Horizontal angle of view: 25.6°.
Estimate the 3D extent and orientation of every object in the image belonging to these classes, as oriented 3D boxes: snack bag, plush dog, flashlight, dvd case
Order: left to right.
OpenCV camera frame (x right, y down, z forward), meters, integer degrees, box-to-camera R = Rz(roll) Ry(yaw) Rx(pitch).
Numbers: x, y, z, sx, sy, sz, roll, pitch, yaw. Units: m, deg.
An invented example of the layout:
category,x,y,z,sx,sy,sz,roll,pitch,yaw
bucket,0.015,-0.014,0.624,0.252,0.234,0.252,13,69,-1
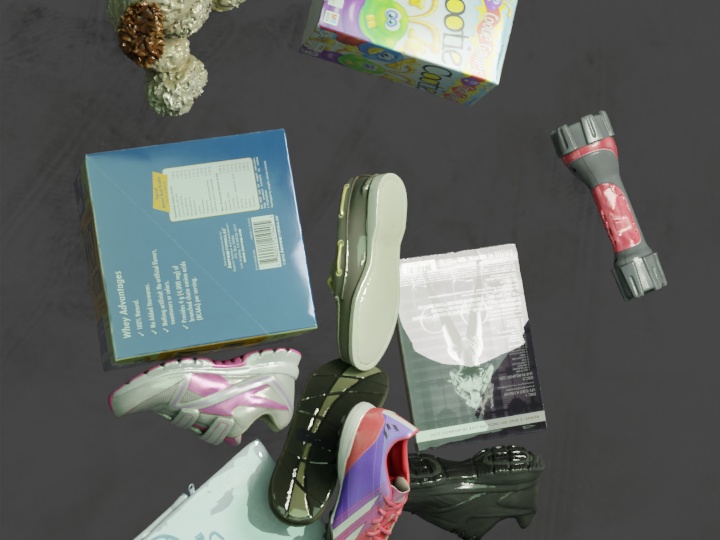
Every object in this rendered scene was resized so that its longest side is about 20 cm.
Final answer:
category,x,y,z,sx,sy,sz,roll,pitch,yaw
plush dog,-0.195,-0.276,1.565,0.159,0.172,0.202,27,78,-8
snack bag,-0.120,0.295,1.584,0.200,0.021,0.189,-41,94,-19
dvd case,0.112,0.080,1.674,0.147,0.016,0.203,-8,84,-16
flashlight,0.270,-0.068,1.708,0.067,0.068,0.202,-19,87,-17

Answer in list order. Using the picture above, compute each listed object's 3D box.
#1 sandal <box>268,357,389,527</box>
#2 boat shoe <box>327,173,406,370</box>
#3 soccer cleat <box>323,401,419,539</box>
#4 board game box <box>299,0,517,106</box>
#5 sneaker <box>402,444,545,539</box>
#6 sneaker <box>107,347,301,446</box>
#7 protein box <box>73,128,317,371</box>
category,x,y,z,sx,sy,sz,roll,pitch,yaw
sandal,-0.039,0.171,1.600,0.079,0.058,0.202,25,61,9
boat shoe,0.002,0.001,1.635,0.072,0.060,0.205,16,80,-52
soccer cleat,0.012,0.231,1.548,0.072,0.068,0.203,15,110,27
board game box,0.050,-0.259,1.660,0.197,0.105,0.104,16,79,-11
sneaker,0.092,0.236,1.619,0.197,0.076,0.092,-2,108,-3
sneaker,-0.150,0.131,1.568,0.197,0.081,0.090,-6,82,-14
protein box,-0.165,-0.018,1.556,0.197,0.135,0.201,-9,85,-15
